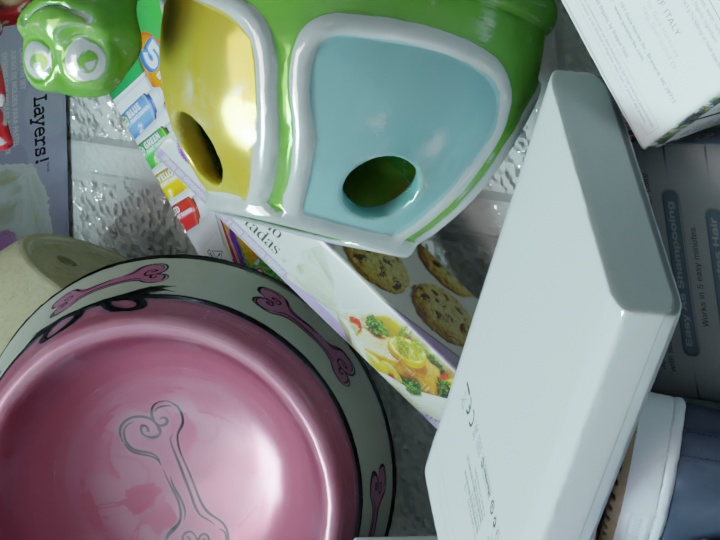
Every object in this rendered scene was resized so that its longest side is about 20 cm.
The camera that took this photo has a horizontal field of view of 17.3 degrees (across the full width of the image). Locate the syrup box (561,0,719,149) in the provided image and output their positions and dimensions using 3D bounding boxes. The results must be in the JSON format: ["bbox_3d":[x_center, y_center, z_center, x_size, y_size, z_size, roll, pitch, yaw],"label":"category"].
[{"bbox_3d":[0.158,-0.123,0.783,0.200,0.079,0.082,-40,73,51],"label":"syrup box"}]

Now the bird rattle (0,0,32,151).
[{"bbox_3d":[-0.148,-0.165,1.106,0.112,0.163,0.200,21,132,1],"label":"bird rattle"}]

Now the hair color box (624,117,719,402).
[{"bbox_3d":[0.159,-0.004,0.850,0.200,0.061,0.099,5,109,50],"label":"hair color box"}]

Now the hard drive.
[{"bbox_3d":[0.065,0.046,0.870,0.132,0.027,0.200,-100,19,-48],"label":"hard drive"}]

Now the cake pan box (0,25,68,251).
[{"bbox_3d":[-0.236,-0.056,1.222,0.052,0.184,0.201,24,122,38],"label":"cake pan box"}]

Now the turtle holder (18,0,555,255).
[{"bbox_3d":[-0.017,-0.081,0.886,0.141,0.185,0.132,14,90,38],"label":"turtle holder"}]

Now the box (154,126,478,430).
[{"bbox_3d":[0.000,0.000,1.013,0.200,0.041,0.039,45,139,0],"label":"box"}]

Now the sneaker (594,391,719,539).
[{"bbox_3d":[0.144,0.106,0.906,0.200,0.108,0.070,85,-166,-67],"label":"sneaker"}]

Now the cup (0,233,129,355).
[{"bbox_3d":[-0.154,0.067,1.191,0.200,0.200,0.144,37,108,36],"label":"cup"}]

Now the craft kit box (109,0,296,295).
[{"bbox_3d":[-0.043,-0.099,1.078,0.200,0.048,0.198,59,139,14],"label":"craft kit box"}]

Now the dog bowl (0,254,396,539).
[{"bbox_3d":[-0.086,0.096,1.059,0.199,0.074,0.201,1,98,6],"label":"dog bowl"}]

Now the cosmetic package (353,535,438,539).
[{"bbox_3d":[0.017,0.208,1.050,0.200,0.113,0.081,-60,40,34],"label":"cosmetic package"}]
